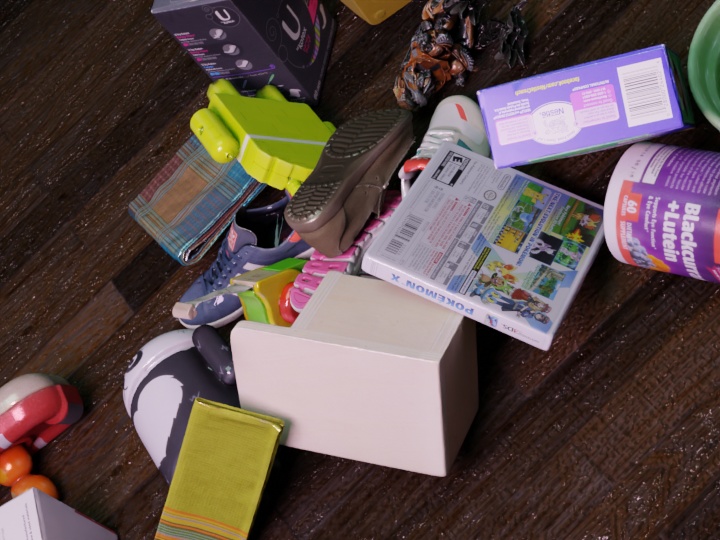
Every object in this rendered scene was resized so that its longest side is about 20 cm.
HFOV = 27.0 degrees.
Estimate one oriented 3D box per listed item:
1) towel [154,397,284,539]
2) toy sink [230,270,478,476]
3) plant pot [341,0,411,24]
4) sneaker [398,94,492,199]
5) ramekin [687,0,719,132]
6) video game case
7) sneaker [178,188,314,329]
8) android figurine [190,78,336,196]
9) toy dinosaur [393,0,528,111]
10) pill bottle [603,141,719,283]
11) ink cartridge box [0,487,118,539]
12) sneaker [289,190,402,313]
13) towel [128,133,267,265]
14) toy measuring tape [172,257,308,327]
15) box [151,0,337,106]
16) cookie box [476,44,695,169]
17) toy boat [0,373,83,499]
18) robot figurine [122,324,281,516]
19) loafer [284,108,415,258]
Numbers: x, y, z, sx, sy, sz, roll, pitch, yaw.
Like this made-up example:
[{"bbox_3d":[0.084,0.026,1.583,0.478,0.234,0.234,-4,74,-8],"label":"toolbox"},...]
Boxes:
[{"bbox_3d":[-0.133,0.207,1.371,0.085,0.202,0.018,14,31,-7],"label":"towel"},{"bbox_3d":[-0.001,0.086,1.359,0.197,0.132,0.112,8,36,20],"label":"toy sink"},{"bbox_3d":[0.008,-0.399,1.663,0.199,0.200,0.178,-34,61,8],"label":"plant pot"},{"bbox_3d":[0.082,-0.103,1.492,0.069,0.093,0.202,-5,60,28],"label":"sneaker"},{"bbox_3d":[0.401,-0.173,1.341,0.198,0.098,0.202,-15,55,23],"label":"ramekin"},{"bbox_3d":[0.120,-0.028,1.366,0.180,0.022,0.200,23,42,11],"label":"video game case"},{"bbox_3d":[-0.125,-0.017,1.566,0.199,0.084,0.075,-38,50,11],"label":"sneaker"},{"bbox_3d":[-0.083,-0.133,1.565,0.200,0.180,0.041,52,127,40],"label":"android figurine"},{"bbox_3d":[0.099,-0.263,1.585,0.135,0.101,0.203,1,80,54],"label":"toy dinosaur"},{"bbox_3d":[0.321,-0.043,1.300,0.198,0.111,0.112,13,69,36],"label":"pill bottle"},{"bbox_3d":[-0.347,0.313,1.460,0.199,0.147,0.084,-31,52,12],"label":"ink cartridge box"},{"bbox_3d":[0.000,0.000,1.496,0.073,0.088,0.201,-1,39,33],"label":"sneaker"},{"bbox_3d":[-0.179,-0.089,1.652,0.147,0.022,0.200,-48,33,-4],"label":"towel"},{"bbox_3d":[-0.107,0.040,1.485,0.073,0.199,0.075,13,112,35],"label":"toy measuring tape"},{"bbox_3d":[-0.123,-0.279,1.652,0.105,0.200,0.124,-4,60,29],"label":"box"},{"bbox_3d":[0.210,-0.146,1.360,0.169,0.200,0.076,-12,93,17],"label":"cookie box"},{"bbox_3d":[-0.364,0.208,1.570,0.199,0.130,0.131,-38,79,5],"label":"toy boat"},{"bbox_3d":[-0.155,0.146,1.460,0.150,0.125,0.200,-41,50,3],"label":"robot figurine"},{"bbox_3d":[-0.006,-0.088,1.480,0.075,0.068,0.200,7,43,38],"label":"loafer"}]
